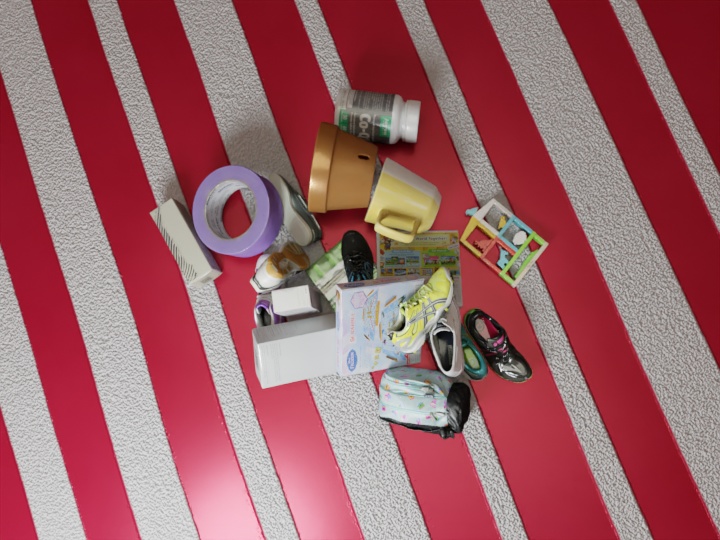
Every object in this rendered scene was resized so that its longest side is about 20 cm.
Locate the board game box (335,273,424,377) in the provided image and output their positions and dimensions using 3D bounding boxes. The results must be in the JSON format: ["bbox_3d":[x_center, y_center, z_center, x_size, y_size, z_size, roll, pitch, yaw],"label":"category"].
[{"bbox_3d":[0.042,0.118,1.301,0.195,0.041,0.205,-6,109,-21],"label":"board game box"}]

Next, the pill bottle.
[{"bbox_3d":[0.041,-0.362,1.409,0.195,0.113,0.116,7,82,5],"label":"pill bottle"}]

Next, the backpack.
[{"bbox_3d":[0.136,0.283,1.302,0.195,0.166,0.130,5,87,19],"label":"backpack"}]

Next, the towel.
[{"bbox_3d":[-0.018,0.034,1.406,0.148,0.031,0.201,-38,80,-5],"label":"towel"}]

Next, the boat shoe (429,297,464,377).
[{"bbox_3d":[0.183,0.126,1.286,0.072,0.065,0.204,-20,70,19],"label":"boat shoe"}]

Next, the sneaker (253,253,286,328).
[{"bbox_3d":[-0.211,0.055,1.367,0.071,0.114,0.206,-9,81,3],"label":"sneaker"}]

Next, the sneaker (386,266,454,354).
[{"bbox_3d":[0.129,0.080,1.260,0.076,0.075,0.203,28,93,-28],"label":"sneaker"}]

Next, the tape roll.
[{"bbox_3d":[-0.286,-0.136,1.392,0.195,0.085,0.206,-1,87,15],"label":"tape roll"}]

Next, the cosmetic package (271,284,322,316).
[{"bbox_3d":[-0.137,0.070,1.316,0.080,0.200,0.052,-11,82,1],"label":"cosmetic package"}]

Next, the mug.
[{"bbox_3d":[0.097,-0.143,1.366,0.150,0.150,0.190,20,77,-3],"label":"mug"}]

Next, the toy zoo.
[{"bbox_3d":[0.325,-0.075,1.401,0.199,0.020,0.132,40,86,8],"label":"toy zoo"}]

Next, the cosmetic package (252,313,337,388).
[{"bbox_3d":[-0.134,0.175,1.317,0.195,0.081,0.116,-8,112,-19],"label":"cosmetic package"}]

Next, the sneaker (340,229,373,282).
[{"bbox_3d":[0.000,0.000,1.354,0.071,0.082,0.205,-14,79,1],"label":"sneaker"}]

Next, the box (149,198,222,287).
[{"bbox_3d":[-0.412,-0.064,1.411,0.068,0.082,0.202,-32,80,0],"label":"box"}]

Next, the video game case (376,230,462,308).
[{"bbox_3d":[0.135,-0.003,1.383,0.195,0.023,0.187,-1,72,1],"label":"video game case"}]

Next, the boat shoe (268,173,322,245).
[{"bbox_3d":[-0.158,-0.147,1.428,0.073,0.061,0.202,-46,68,38],"label":"boat shoe"}]

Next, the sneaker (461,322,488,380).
[{"bbox_3d":[0.220,0.158,1.342,0.077,0.080,0.201,-39,73,-4],"label":"sneaker"}]

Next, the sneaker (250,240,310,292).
[{"bbox_3d":[-0.185,-0.007,1.345,0.087,0.200,0.076,-38,87,22],"label":"sneaker"}]

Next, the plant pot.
[{"bbox_3d":[-0.037,-0.226,1.357,0.136,0.200,0.205,8,83,-1],"label":"plant pot"}]

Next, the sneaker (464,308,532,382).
[{"bbox_3d":[0.306,0.172,1.337,0.077,0.084,0.200,-42,82,-2],"label":"sneaker"}]
